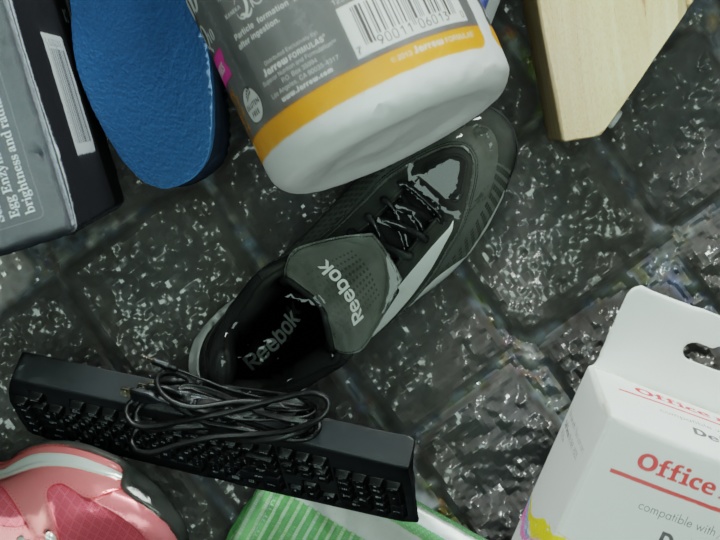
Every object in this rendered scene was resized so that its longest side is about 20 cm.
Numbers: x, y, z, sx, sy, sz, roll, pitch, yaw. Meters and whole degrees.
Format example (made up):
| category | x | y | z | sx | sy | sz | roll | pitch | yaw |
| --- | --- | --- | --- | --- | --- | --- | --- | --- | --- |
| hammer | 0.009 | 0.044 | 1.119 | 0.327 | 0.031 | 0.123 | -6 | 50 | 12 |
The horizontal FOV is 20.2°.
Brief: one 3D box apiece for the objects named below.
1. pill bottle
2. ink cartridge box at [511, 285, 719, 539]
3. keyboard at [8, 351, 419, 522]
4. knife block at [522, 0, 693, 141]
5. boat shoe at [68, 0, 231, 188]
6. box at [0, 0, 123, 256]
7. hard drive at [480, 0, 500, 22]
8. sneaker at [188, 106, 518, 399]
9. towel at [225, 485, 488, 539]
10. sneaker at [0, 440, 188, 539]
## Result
| category | x | y | z | sx | sy | sz | roll | pitch | yaw |
| --- | --- | --- | --- | --- | --- | --- | --- | --- | --- |
| pill bottle | -0.025 | -0.145 | 0.873 | 0.116 | 0.116 | 0.201 | -25 | 83 | 1 |
| ink cartridge box | 0.135 | 0.122 | 0.899 | 0.116 | 0.067 | 0.201 | 19 | 106 | -7 |
| keyboard | -0.073 | 0.083 | 0.925 | 0.198 | 0.104 | 0.040 | 10 | 57 | 12 |
| knife block | 0.090 | -0.184 | 0.948 | 0.175 | 0.064 | 0.201 | 34 | 93 | -2 |
| boat shoe | -0.095 | -0.139 | 0.940 | 0.084 | 0.069 | 0.202 | -13 | 90 | 21 |
| box | -0.220 | -0.049 | 0.886 | 0.198 | 0.197 | 0.118 | -16 | 95 | 0 |
| hard drive | 0.025 | -0.199 | 0.922 | 0.131 | 0.025 | 0.201 | 27 | 106 | 22 |
| sneaker | 0.000 | 0.000 | 0.945 | 0.200 | 0.091 | 0.067 | -42 | 94 | 2 |
| towel | -0.019 | 0.199 | 0.976 | 0.152 | 0.023 | 0.201 | 27 | 93 | 10 |
| sneaker | -0.178 | 0.130 | 0.933 | 0.198 | 0.087 | 0.074 | 5 | 135 | 14 |
